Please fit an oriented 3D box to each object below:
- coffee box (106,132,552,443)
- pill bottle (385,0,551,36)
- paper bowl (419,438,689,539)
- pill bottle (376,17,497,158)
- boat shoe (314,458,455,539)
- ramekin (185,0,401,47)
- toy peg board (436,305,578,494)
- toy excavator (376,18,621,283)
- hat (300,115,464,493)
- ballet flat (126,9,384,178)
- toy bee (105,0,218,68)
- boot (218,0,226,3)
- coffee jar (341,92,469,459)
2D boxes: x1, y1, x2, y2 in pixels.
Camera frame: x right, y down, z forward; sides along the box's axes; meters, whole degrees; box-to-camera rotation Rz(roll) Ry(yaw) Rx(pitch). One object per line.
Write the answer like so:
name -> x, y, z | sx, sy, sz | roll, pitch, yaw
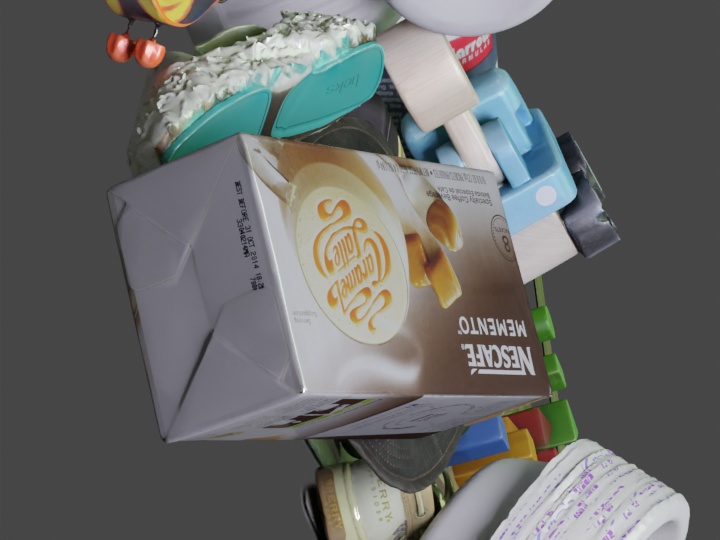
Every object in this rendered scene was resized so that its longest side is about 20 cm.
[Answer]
coffee box -> -0.010, 0.013, 1.126 | 0.199, 0.079, 0.115 | 6, 67, -55
pill bottle -> 0.050, -0.223, 1.366 | 0.201, 0.108, 0.110 | -96, 167, -47
paper bowl -> 0.081, 0.181, 1.357 | 0.104, 0.201, 0.201 | 31, -4, 17
pill bottle -> 0.025, -0.136, 1.579 | 0.120, 0.119, 0.201 | -93, 177, -57
boat shoe -> 0.026, 0.140, 1.403 | 0.200, 0.062, 0.074 | 41, 33, -75
ramekin -> -0.048, -0.201, 1.412 | 0.200, 0.104, 0.202 | -16, 90, -82
toy peg board -> 0.087, 0.078, 1.791 | 0.199, 0.097, 0.201 | 59, 17, -60
toy excavator -> 0.061, -0.074, 1.455 | 0.201, 0.099, 0.195 | 58, 8, -21
hat -> -0.018, 0.026, 1.276 | 0.201, 0.080, 0.202 | 44, 36, -44
ballet flat -> -0.062, -0.079, 1.192 | 0.200, 0.071, 0.072 | -29, 104, -56
toy bee -> -0.083, -0.147, 1.163 | 0.131, 0.199, 0.110 | 22, -75, 57
boot -> -0.099, -0.225, 1.260 | 0.200, 0.097, 0.075 | 43, 1, -1
coffee jar -> 0.000, 0.000, 1.415 | 0.105, 0.085, 0.201 | -82, 156, -56
